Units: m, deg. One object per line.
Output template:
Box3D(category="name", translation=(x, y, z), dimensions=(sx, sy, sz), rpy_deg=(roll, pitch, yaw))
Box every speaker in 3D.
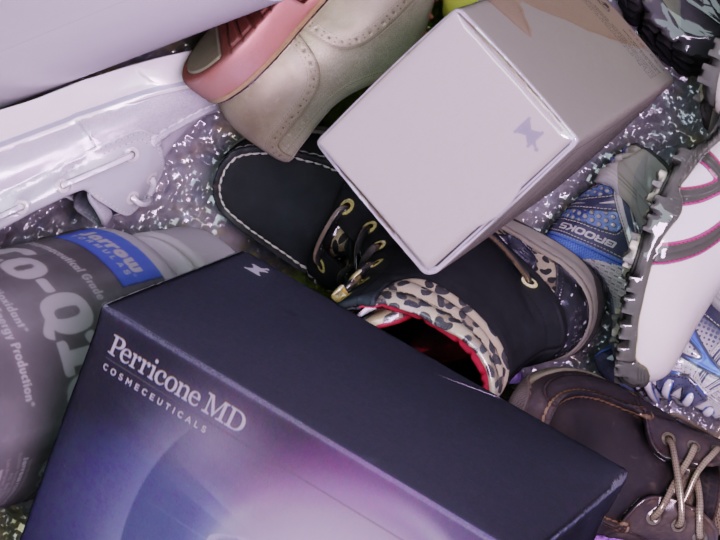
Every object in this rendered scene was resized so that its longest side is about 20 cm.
Box3D(category="speaker", translation=(-0.123, -0.135, 1.030), dimensions=(0.200, 0.081, 0.081), rpy_deg=(-17, 84, 33))

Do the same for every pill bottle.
Box3D(category="pill bottle", translation=(-0.143, 0.042, 1.001), dimensions=(0.114, 0.200, 0.114), rpy_deg=(12, 109, 39))

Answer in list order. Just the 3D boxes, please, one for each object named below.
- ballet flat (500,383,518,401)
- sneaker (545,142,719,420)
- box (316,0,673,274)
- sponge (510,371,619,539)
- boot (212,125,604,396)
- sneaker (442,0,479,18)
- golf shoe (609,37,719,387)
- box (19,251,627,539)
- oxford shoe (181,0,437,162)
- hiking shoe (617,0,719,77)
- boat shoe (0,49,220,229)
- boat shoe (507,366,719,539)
Box3D(category="ballet flat", translation=(0.019, 0.105, 1.047), dimensions=(0.200, 0.046, 0.067), rpy_deg=(-18, 86, 1))
Box3D(category="sneaker", translation=(0.162, 0.040, 1.077), dimensions=(0.085, 0.077, 0.200), rpy_deg=(-36, 77, 3))
Box3D(category="box", translation=(0.067, -0.073, 1.008), dimensions=(0.095, 0.200, 0.078), rpy_deg=(-42, 86, 21))
Box3D(category="sponge", translation=(0.080, 0.143, 1.082), dimensions=(0.112, 0.030, 0.200), rpy_deg=(-37, 86, -3))
Box3D(category="boot", translation=(0.001, -0.001, 1.019), dimensions=(0.203, 0.154, 0.074), rpy_deg=(25, 112, 14))
Box3D(category="sneaker", translation=(0.041, -0.210, 1.096), dimensions=(0.090, 0.078, 0.200), rpy_deg=(-1, 77, 4))
Box3D(category="golf shoe", translation=(0.176, -0.032, 1.008), dimensions=(0.088, 0.077, 0.200), rpy_deg=(24, 88, 8))
Box3D(category="box", translation=(-0.031, 0.130, 0.910), dimensions=(0.200, 0.123, 0.198), rpy_deg=(29, 111, 18))
Box3D(category="oxford shoe", translation=(0.010, -0.136, 1.041), dimensions=(0.200, 0.071, 0.074), rpy_deg=(-41, 114, 5))
Box3D(category="hiking shoe", translation=(0.223, -0.108, 1.083), dimensions=(0.200, 0.076, 0.101), rpy_deg=(43, 89, 4))
Box3D(category="boat shoe", translation=(-0.133, -0.054, 1.064), dimensions=(0.200, 0.072, 0.069), rpy_deg=(-22, 92, -23))
Box3D(category="boat shoe", translation=(0.136, 0.091, 0.997), dimensions=(0.073, 0.200, 0.075), rpy_deg=(4, 78, 40))
